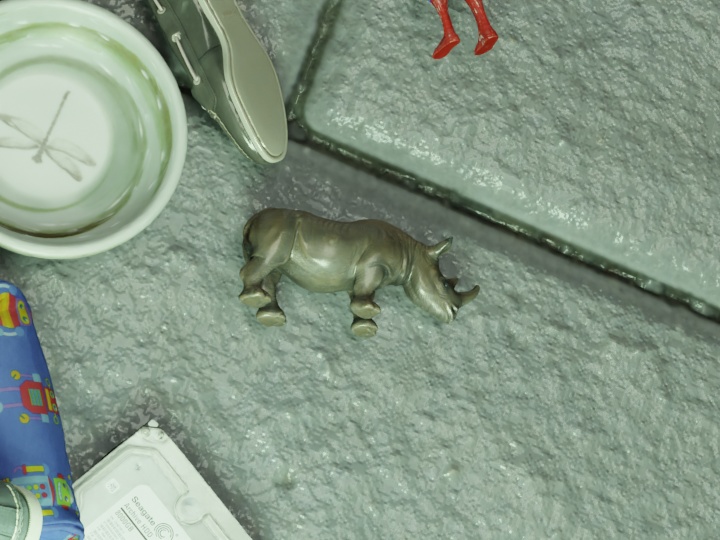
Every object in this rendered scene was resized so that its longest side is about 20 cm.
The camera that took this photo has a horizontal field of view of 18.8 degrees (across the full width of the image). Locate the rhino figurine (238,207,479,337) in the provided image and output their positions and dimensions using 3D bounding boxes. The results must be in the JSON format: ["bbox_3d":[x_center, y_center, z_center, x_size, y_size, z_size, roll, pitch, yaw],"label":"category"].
[{"bbox_3d":[0.000,0.000,1.632,0.199,0.060,0.088,7,62,-20],"label":"rhino figurine"}]

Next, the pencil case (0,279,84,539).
[{"bbox_3d":[-0.250,0.106,1.490,0.078,0.087,0.201,21,45,-55],"label":"pencil case"}]

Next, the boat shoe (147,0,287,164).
[{"bbox_3d":[-0.114,-0.167,1.651,0.067,0.057,0.201,-16,83,-58],"label":"boat shoe"}]

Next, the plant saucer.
[{"bbox_3d":[-0.228,-0.101,1.590,0.199,0.050,0.201,5,75,-17],"label":"plant saucer"}]

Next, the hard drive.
[{"bbox_3d":[-0.179,0.219,1.525,0.200,0.038,0.140,-38,90,-24],"label":"hard drive"}]

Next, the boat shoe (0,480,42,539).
[{"bbox_3d":[-0.301,0.157,1.425,0.062,0.199,0.073,21,73,-55],"label":"boat shoe"}]

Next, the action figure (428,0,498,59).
[{"bbox_3d":[0.050,-0.263,1.728,0.065,0.052,0.201,-10,74,-26],"label":"action figure"}]
